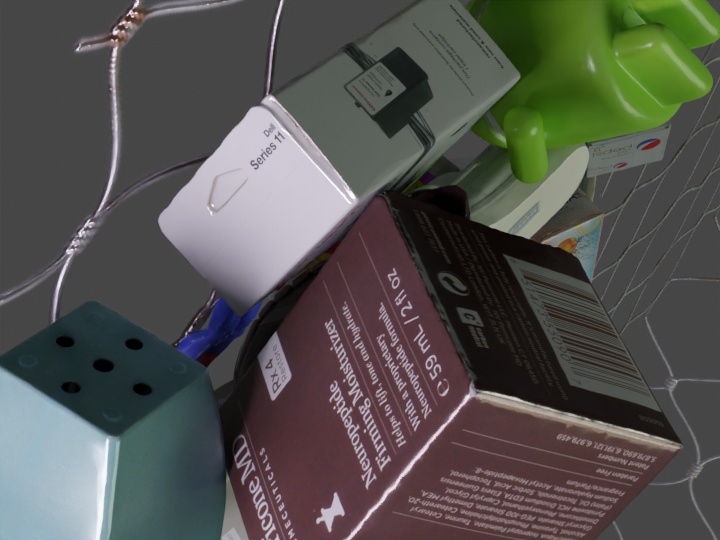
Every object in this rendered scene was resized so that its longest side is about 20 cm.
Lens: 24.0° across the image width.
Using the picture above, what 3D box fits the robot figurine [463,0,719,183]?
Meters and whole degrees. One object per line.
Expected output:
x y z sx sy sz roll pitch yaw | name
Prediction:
0.141 -0.144 1.142 0.116 0.199 0.176 33 63 -39 | robot figurine

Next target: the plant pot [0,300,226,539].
-0.166 0.132 0.993 0.141 0.141 0.201 -37 149 -49 | plant pot

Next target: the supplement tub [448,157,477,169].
0.103 0.017 1.478 0.140 0.140 0.201 -35 139 -52 | supplement tub

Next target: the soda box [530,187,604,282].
0.136 0.015 1.328 0.063 0.068 0.200 -24 143 -22 | soda box

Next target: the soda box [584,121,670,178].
0.175 -0.177 1.279 0.063 0.201 0.068 -13 161 1 | soda box

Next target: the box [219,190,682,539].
0.044 0.094 0.994 0.164 0.166 0.200 17 123 -35 | box

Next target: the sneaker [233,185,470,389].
-0.005 0.013 1.063 0.200 0.076 0.116 -48 178 -10 | sneaker

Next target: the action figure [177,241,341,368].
-0.058 0.027 1.171 0.201 0.099 0.065 -64 163 18 | action figure

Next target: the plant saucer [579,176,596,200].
0.157 -0.077 1.566 0.200 0.050 0.201 -171 -90 -75 | plant saucer

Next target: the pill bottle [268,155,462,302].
0.000 0.000 1.265 0.200 0.104 0.104 -54 164 -6 | pill bottle

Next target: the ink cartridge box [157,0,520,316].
-0.012 -0.075 1.050 0.200 0.083 0.147 -39 177 -45 | ink cartridge box

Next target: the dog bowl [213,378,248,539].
-0.076 0.155 1.190 0.200 0.059 0.201 -28 139 -27 | dog bowl

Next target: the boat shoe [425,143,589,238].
0.077 -0.043 1.194 0.200 0.068 0.072 -44 150 -21 | boat shoe
